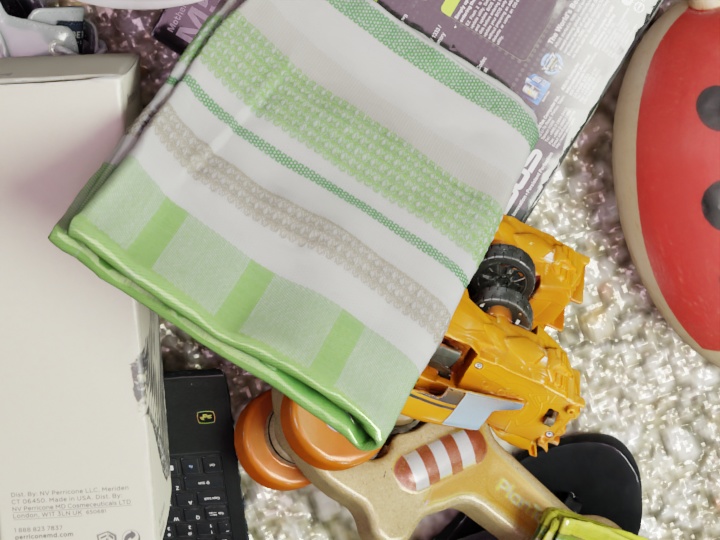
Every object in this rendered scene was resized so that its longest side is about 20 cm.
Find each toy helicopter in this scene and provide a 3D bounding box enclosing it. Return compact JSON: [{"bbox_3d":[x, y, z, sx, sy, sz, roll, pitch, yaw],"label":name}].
[{"bbox_3d":[0.050,0.080,0.776,0.200,0.079,0.133,40,63,-8],"label":"toy helicopter"}]

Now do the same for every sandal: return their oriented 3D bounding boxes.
[{"bbox_3d":[0.055,0.154,0.824,0.200,0.043,0.076,-36,98,6],"label":"sandal"}]

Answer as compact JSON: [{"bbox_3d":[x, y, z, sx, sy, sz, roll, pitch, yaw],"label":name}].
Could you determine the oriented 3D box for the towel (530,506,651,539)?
[{"bbox_3d":[0.081,0.209,0.759,0.086,0.018,0.201,21,94,-23],"label":"towel"}]

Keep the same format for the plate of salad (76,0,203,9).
[{"bbox_3d":[-0.086,-0.207,0.728,0.198,0.048,0.202,-1,83,8],"label":"plate of salad"}]

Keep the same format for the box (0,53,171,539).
[{"bbox_3d":[-0.120,0.014,0.710,0.068,0.082,0.202,-3,105,-2],"label":"box"}]

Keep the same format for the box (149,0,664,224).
[{"bbox_3d":[0.036,-0.142,0.767,0.192,0.048,0.201,30,100,-4],"label":"box"}]

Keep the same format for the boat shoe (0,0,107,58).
[{"bbox_3d":[-0.154,-0.099,0.758,0.071,0.070,0.202,-27,97,14],"label":"boat shoe"}]

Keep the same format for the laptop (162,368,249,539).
[{"bbox_3d":[-0.139,0.157,0.788,0.176,0.104,0.201,-4,127,-1],"label":"laptop"}]

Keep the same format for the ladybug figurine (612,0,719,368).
[{"bbox_3d":[0.186,-0.034,0.763,0.135,0.072,0.201,-27,109,-4],"label":"ladybug figurine"}]

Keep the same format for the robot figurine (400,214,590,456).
[{"bbox_3d":[0.000,0.000,0.717,0.199,0.146,0.058,22,130,-9],"label":"robot figurine"}]

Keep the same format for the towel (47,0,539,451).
[{"bbox_3d":[-0.014,-0.040,0.673,0.149,0.200,0.031,32,136,-3],"label":"towel"}]
